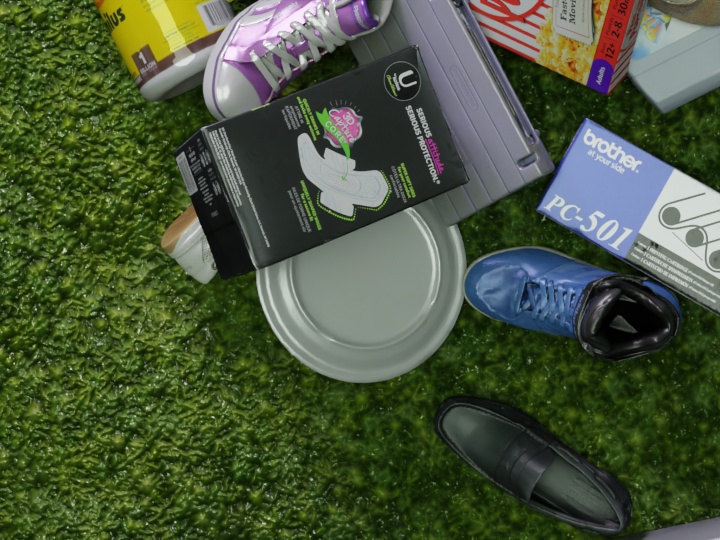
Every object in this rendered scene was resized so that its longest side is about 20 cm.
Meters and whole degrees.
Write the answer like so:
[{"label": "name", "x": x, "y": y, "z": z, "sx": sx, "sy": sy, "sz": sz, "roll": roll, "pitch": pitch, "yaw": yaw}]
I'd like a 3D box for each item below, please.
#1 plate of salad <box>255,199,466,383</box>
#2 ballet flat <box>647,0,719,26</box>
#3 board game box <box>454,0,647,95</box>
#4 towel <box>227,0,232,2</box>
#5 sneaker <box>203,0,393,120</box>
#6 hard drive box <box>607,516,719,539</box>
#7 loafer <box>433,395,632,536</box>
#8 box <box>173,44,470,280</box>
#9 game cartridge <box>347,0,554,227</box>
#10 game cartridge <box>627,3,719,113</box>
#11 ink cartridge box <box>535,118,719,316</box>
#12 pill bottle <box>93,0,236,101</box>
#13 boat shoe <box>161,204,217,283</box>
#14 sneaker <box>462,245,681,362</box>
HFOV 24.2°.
[{"label": "plate of salad", "x": 0.000, "y": 0.000, "z": 1.516, "sx": 0.197, "sy": 0.048, "sz": 0.203, "roll": 1, "pitch": 87, "yaw": -15}, {"label": "ballet flat", "x": 0.241, "y": -0.270, "z": 1.426, "sx": 0.199, "sy": 0.067, "sz": 0.069, "roll": 31, "pitch": 98, "yaw": 4}, {"label": "board game box", "x": 0.149, "y": -0.259, "z": 1.424, "sx": 0.199, "sy": 0.046, "sz": 0.153, "roll": 27, "pitch": 135, "yaw": 18}, {"label": "towel", "x": -0.032, "y": -0.299, "z": 1.487, "sx": 0.198, "sy": 0.086, "sz": 0.018, "roll": -21, "pitch": 126, "yaw": 9}, {"label": "sneaker", "x": -0.047, "y": -0.205, "z": 1.440, "sx": 0.201, "sy": 0.114, "sz": 0.073, "roll": -52, "pitch": 125, "yaw": -18}, {"label": "hard drive box", "x": 0.293, "y": 0.336, "z": 1.503, "sx": 0.154, "sy": 0.077, "sz": 0.202, "roll": -13, "pitch": 93, "yaw": 8}, {"label": "loafer", "x": 0.156, "y": 0.175, "z": 1.508, "sx": 0.199, "sy": 0.070, "sz": 0.069, "roll": 30, "pitch": 98, "yaw": 4}, {"label": "box", "x": -0.036, "y": -0.088, "z": 1.408, "sx": 0.198, "sy": 0.148, "sz": 0.126, "roll": -22, "pitch": 93, "yaw": -16}, {"label": "game cartridge", "x": 0.076, "y": -0.151, "z": 1.479, "sx": 0.129, "sy": 0.038, "sz": 0.202, "roll": -27, "pitch": 91, "yaw": 47}, {"label": "game cartridge", "x": 0.266, "y": -0.249, "z": 1.476, "sx": 0.132, "sy": 0.040, "sz": 0.202, "roll": -26, "pitch": 91, "yaw": 13}, {"label": "ink cartridge box", "x": 0.263, "y": -0.045, "z": 1.488, "sx": 0.199, "sy": 0.044, "sz": 0.095, "roll": 30, "pitch": 96, "yaw": 4}, {"label": "pill bottle", "x": -0.188, "y": -0.261, "z": 1.495, "sx": 0.108, "sy": 0.109, "sz": 0.202, "roll": -27, "pitch": 91, "yaw": 9}, {"label": "boat shoe", "x": -0.088, "y": -0.068, "z": 1.525, "sx": 0.200, "sy": 0.071, "sz": 0.069, "roll": -41, "pitch": 108, "yaw": 3}, {"label": "sneaker", "x": 0.185, "y": 0.027, "z": 1.471, "sx": 0.198, "sy": 0.111, "sz": 0.078, "roll": 14, "pitch": 97, "yaw": 6}]
